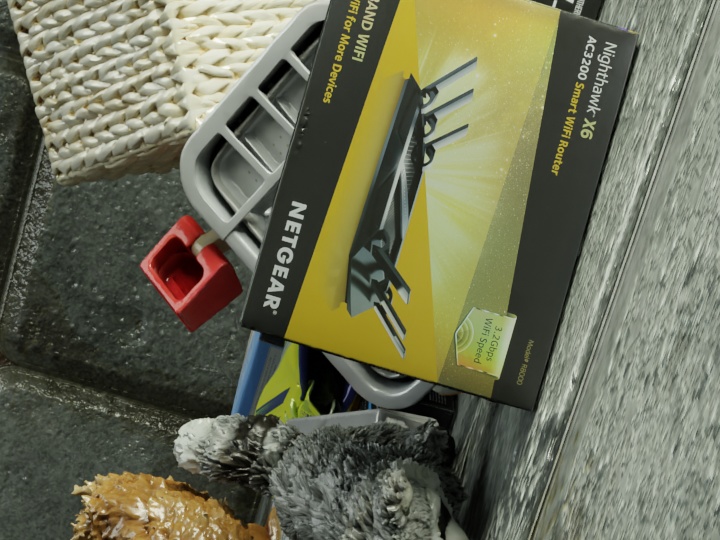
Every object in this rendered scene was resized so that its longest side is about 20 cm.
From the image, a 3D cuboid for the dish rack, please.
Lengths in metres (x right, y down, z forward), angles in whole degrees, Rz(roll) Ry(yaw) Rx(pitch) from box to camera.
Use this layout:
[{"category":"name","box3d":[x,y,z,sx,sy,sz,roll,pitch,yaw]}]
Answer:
[{"category":"dish rack","box3d":[0.008,-0.039,1.282,0.172,0.200,0.043,-45,-7,34]}]

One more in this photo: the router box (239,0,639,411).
[{"category":"router box","box3d":[0.039,-0.046,1.165,0.052,0.156,0.202,-164,90,-87]}]

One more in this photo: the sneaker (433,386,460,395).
[{"category":"sneaker","box3d":[0.023,-0.018,1.361,0.076,0.091,0.202,-146,45,-66]}]

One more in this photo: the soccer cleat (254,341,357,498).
[{"category":"soccer cleat","box3d":[-0.036,0.096,1.608,0.084,0.064,0.201,-95,17,-55]}]

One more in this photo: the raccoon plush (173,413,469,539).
[{"category":"raccoon plush","box3d":[-0.030,0.133,1.250,0.134,0.198,0.098,-5,-85,-72]}]

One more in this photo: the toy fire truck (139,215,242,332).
[{"category":"toy fire truck","box3d":[-0.025,-0.025,1.403,0.200,0.049,0.141,-41,-35,-3]}]

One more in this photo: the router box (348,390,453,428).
[{"category":"router box","box3d":[0.021,0.110,1.584,0.200,0.051,0.150,-87,13,-67]}]

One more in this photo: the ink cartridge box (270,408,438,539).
[{"category":"ink cartridge box","box3d":[-0.014,0.180,1.429,0.200,0.044,0.178,162,118,-71]}]

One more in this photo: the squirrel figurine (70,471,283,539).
[{"category":"squirrel figurine","box3d":[-0.082,0.191,1.356,0.201,0.141,0.187,59,-171,-22]}]

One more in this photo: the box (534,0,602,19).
[{"category":"box","box3d":[0.114,-0.159,1.403,0.160,0.043,0.201,-85,11,-72]}]

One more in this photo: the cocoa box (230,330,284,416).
[{"category":"cocoa box","box3d":[-0.031,0.078,1.923,0.200,0.130,0.134,-81,8,-61]}]

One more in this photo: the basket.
[{"category":"basket","box3d":[-0.094,-0.153,1.439,0.199,0.197,0.162,-13,87,53]}]
